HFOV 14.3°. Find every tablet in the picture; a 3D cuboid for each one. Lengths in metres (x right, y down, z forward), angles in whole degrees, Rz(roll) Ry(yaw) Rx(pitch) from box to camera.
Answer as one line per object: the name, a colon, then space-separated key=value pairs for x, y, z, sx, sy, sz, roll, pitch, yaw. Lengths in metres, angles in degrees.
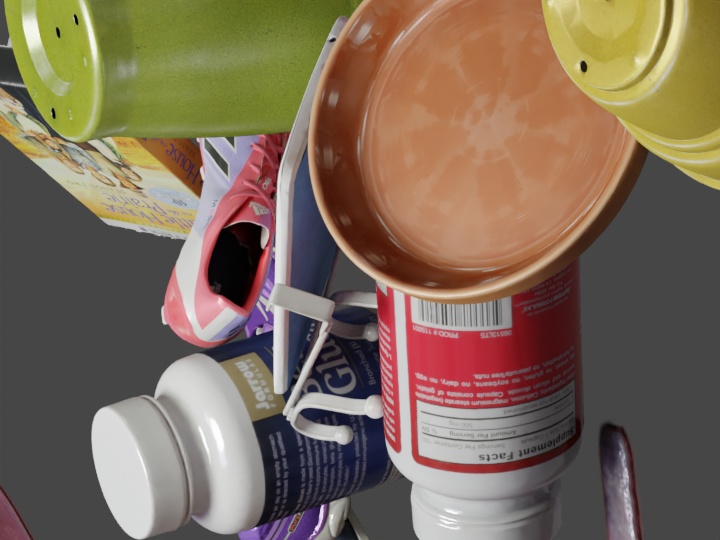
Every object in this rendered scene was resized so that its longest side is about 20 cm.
tablet: x=-0.029 y=-0.035 z=1.648 sx=0.200 sy=0.014 sz=0.130 roll=94 pitch=-168 yaw=-51

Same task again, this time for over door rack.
over door rack: x=0.000 y=0.000 z=1.622 sx=0.200 sy=0.066 sz=0.148 roll=85 pitch=-162 yaw=-66

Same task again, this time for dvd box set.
dvd box set: x=-0.167 y=-0.081 z=1.868 sx=0.146 sy=0.029 sz=0.200 roll=11 pitch=158 yaw=39

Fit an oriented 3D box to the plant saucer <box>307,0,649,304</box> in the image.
plant saucer: x=0.064 y=-0.079 z=1.478 sx=0.200 sy=0.032 sz=0.201 roll=-12 pitch=68 yaw=31

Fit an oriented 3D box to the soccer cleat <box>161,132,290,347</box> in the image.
soccer cleat: x=-0.070 y=-0.047 z=1.773 sx=0.076 sy=0.067 sz=0.201 roll=-24 pitch=46 yaw=56

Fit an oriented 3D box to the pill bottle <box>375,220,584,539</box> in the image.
pill bottle: x=0.066 y=0.052 z=1.577 sx=0.112 sy=0.112 sz=0.201 roll=34 pitch=134 yaw=52

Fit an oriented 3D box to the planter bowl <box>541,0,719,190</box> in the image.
planter bowl: x=0.141 y=-0.131 z=1.319 sx=0.200 sy=0.083 sz=0.201 roll=15 pitch=108 yaw=54

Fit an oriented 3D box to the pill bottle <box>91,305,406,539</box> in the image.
pill bottle: x=-0.056 y=0.095 z=1.742 sx=0.111 sy=0.199 sz=0.111 roll=40 pitch=139 yaw=48

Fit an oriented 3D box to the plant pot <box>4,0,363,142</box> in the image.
plant pot: x=-0.099 y=-0.160 z=1.688 sx=0.200 sy=0.192 sz=0.201 roll=39 pitch=137 yaw=49

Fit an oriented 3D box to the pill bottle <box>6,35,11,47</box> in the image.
pill bottle: x=-0.170 y=-0.145 z=1.927 sx=0.200 sy=0.112 sz=0.113 roll=-12 pitch=94 yaw=64

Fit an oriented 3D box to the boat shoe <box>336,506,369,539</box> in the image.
boat shoe: x=-0.018 y=0.240 z=1.908 sx=0.075 sy=0.062 sz=0.201 roll=-5 pitch=100 yaw=65

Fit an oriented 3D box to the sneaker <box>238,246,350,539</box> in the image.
sneaker: x=-0.058 y=0.082 z=1.854 sx=0.081 sy=0.083 sz=0.201 roll=-29 pitch=66 yaw=60
